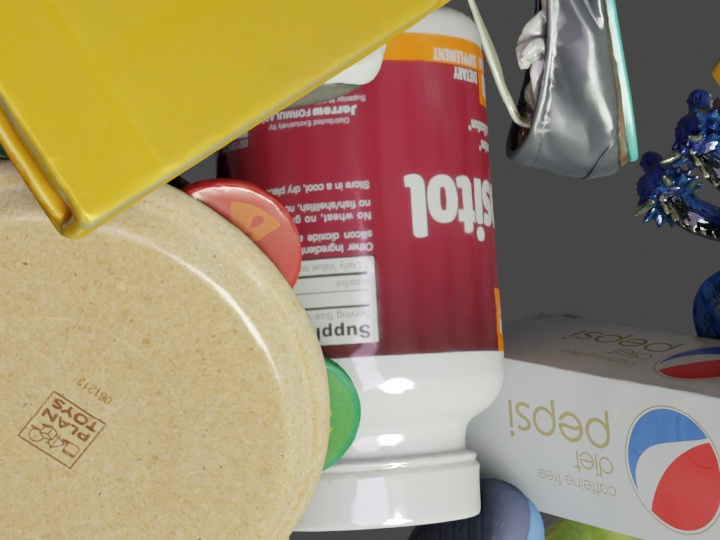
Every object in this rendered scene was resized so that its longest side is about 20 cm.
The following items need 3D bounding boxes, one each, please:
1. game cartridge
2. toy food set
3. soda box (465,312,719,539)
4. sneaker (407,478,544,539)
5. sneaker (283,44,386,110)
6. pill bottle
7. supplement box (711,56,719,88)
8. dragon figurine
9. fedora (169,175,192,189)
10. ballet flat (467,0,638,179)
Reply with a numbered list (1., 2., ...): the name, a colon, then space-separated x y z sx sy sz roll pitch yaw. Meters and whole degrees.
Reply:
1. game cartridge: -0.064 -0.134 0.613 0.200 0.032 0.177 -34 94 -28
2. toy food set: -0.102 0.045 0.659 0.199 0.049 0.199 20 115 -8
3. soda box: 0.121 0.065 0.731 0.063 0.199 0.069 -17 105 -36
4. sneaker: 0.047 0.166 0.797 0.082 0.074 0.201 19 133 -5
5. sneaker: -0.090 -0.070 0.677 0.199 0.077 0.082 -3 138 -3
6. pill bottle: 0.000 0.000 0.736 0.112 0.113 0.201 -4 87 3
7. supplement box: 0.222 -0.029 0.714 0.066 0.069 0.201 -20 64 -22
8. dragon figurine: 0.175 0.017 0.748 0.099 0.201 0.059 4 145 -21
9. fedora: -0.113 0.040 0.752 0.199 0.082 0.202 3 77 -14
10. ballet flat: 0.076 -0.134 0.751 0.073 0.073 0.201 -4 105 3
